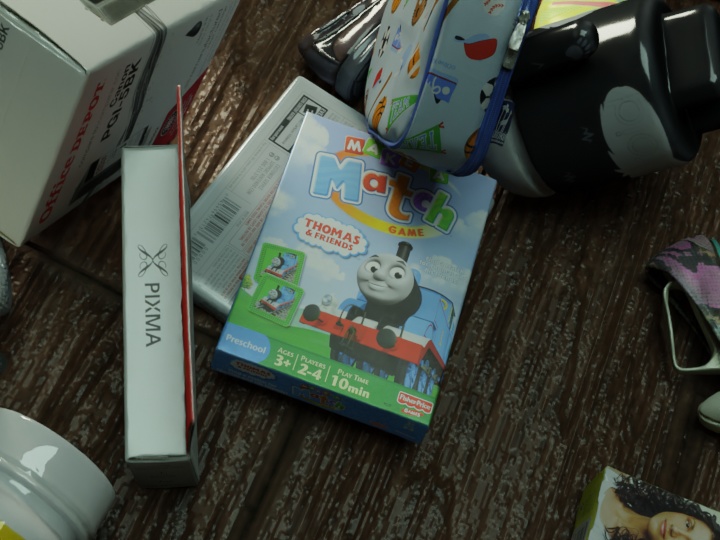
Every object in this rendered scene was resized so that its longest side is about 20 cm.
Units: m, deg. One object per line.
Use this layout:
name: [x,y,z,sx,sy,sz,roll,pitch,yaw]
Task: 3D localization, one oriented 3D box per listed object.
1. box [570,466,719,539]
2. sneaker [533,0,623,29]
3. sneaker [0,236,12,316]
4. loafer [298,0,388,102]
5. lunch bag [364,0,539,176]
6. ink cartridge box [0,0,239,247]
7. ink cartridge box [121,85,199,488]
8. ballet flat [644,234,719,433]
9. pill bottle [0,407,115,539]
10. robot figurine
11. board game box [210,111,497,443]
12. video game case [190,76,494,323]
box: [0.238,0.204,0.843,0.197,0.050,0.076,21,61,-1]
sneaker: [0.231,-0.189,1.032,0.196,0.079,0.091,8,54,-9]
sneaker: [-0.309,-0.038,0.845,0.114,0.076,0.201,-22,64,-20]
loafer: [0.030,-0.219,1.011,0.063,0.072,0.200,36,65,13]
lunch bag: [0.060,-0.156,0.867,0.074,0.200,0.163,16,101,-14]
ink cartridge box: [-0.176,-0.126,0.833,0.082,0.148,0.200,35,35,4]
ink cartridge box: [-0.123,0.016,0.778,0.044,0.177,0.203,-3,71,-6]
ballet flat: [0.263,0.068,0.917,0.070,0.069,0.202,-22,64,-2]
pill bottle: [-0.232,0.185,0.719,0.113,0.115,0.201,30,62,5]
robot figurine: [0.172,-0.127,0.925,0.152,0.197,0.125,62,34,-23]
board game box: [0.000,0.000,0.882,0.149,0.037,0.202,19,59,-1]
video game case: [-0.024,-0.026,0.925,0.181,0.023,0.201,32,61,6]
